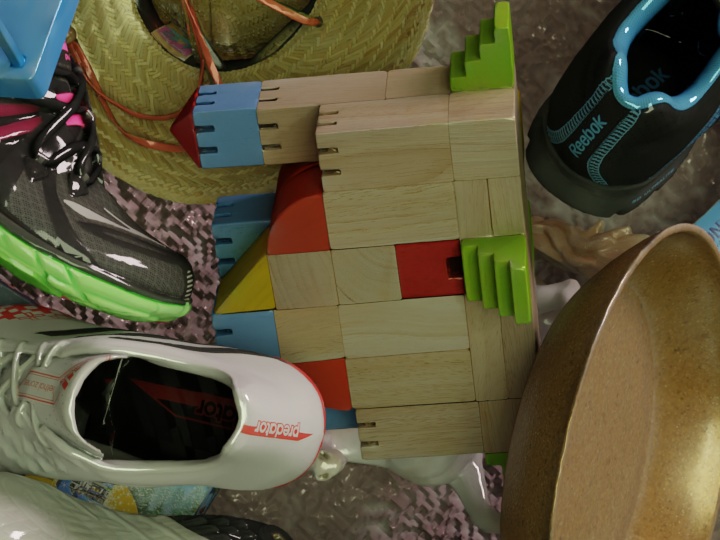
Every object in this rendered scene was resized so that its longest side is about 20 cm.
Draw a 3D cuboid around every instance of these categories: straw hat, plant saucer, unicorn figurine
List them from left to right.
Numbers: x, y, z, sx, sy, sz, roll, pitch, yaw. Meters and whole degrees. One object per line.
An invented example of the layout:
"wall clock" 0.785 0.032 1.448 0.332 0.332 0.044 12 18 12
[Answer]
"straw hat" -0.050 -0.133 0.968 0.201 0.085 0.201 5 105 18
"unicorn figurine" 0.045 0.056 1.009 0.200 0.137 0.074 -48 142 -27
"plant saucer" 0.101 0.078 0.919 0.035 0.200 0.201 9 93 26

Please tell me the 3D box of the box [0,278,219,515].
"box" -0.166 0.075 0.958 0.200 0.038 0.137 33 87 4

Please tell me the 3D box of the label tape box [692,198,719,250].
"label tape box" 0.248 0.023 1.062 0.143 0.066 0.200 -43 89 -6

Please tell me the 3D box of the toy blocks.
"toy blocks" 0.000 0.000 0.913 0.136 0.100 0.200 -4 120 6

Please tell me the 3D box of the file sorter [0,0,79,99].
"file sorter" -0.205 -0.157 0.837 0.200 0.123 0.139 5 60 18

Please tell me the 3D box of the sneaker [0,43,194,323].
"sneaker" -0.135 -0.057 0.891 0.200 0.077 0.084 44 91 0

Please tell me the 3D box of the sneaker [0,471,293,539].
"sneaker" -0.078 0.133 0.889 0.200 0.072 0.073 19 123 -19

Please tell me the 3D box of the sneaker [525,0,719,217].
"sneaker" 0.148 -0.103 0.906 0.073 0.082 0.200 38 65 5

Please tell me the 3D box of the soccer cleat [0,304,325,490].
"soccer cleat" -0.111 0.049 0.880 0.200 0.085 0.069 7 86 21
